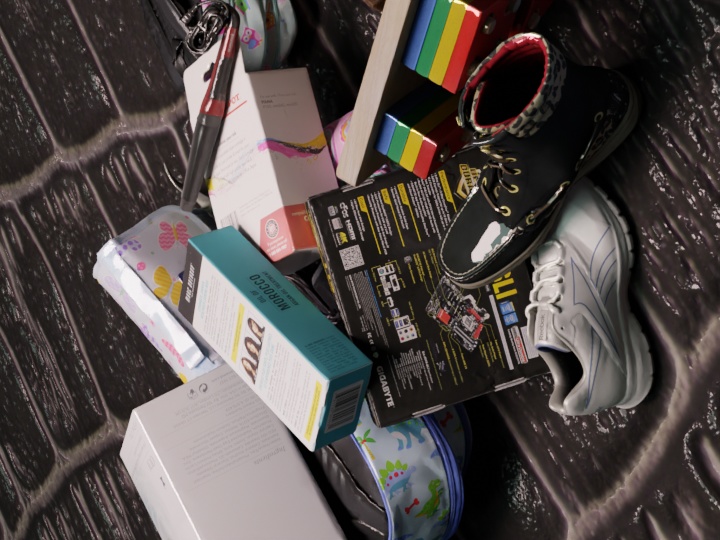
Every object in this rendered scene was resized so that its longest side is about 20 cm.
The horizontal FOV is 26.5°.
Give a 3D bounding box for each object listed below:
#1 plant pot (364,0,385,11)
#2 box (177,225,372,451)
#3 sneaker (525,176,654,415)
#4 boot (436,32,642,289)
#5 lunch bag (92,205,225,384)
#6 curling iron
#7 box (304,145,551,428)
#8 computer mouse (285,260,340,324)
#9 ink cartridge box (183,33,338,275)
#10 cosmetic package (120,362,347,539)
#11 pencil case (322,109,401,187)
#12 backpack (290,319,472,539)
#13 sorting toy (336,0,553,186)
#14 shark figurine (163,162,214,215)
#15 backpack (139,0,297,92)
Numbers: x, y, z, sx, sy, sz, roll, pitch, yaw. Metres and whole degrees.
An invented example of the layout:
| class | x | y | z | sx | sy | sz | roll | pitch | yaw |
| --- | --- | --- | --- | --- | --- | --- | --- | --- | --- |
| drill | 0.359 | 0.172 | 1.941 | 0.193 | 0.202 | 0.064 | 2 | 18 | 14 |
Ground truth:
| class | x | y | z | sx | sy | sz | roll | pitch | yaw |
| --- | --- | --- | --- | --- | --- | --- | --- | --- | --- |
| plant pot | 0.007 | -0.322 | 1.171 | 0.199 | 0.200 | 0.201 | 51 | 141 | 14 |
| box | -0.075 | 0.054 | 1.282 | 0.200 | 0.049 | 0.083 | 43 | 136 | 33 |
| sneaker | 0.166 | 0.018 | 1.181 | 0.074 | 0.087 | 0.201 | -13 | 93 | 57 |
| boot | 0.101 | -0.079 | 1.107 | 0.204 | 0.153 | 0.074 | -48 | 61 | 16 |
| lunch bag | -0.158 | 0.030 | 1.499 | 0.127 | 0.200 | 0.170 | -44 | 81 | 13 |
| curling iron | -0.137 | -0.143 | 1.322 | 0.049 | 0.026 | 0.201 | 17 | 120 | 13 |
| box | 0.057 | 0.012 | 1.266 | 0.049 | 0.159 | 0.201 | 177 | 75 | -84 |
| computer mouse | 0.000 | 0.000 | 1.425 | 0.138 | 0.053 | 0.200 | 44 | 147 | 4 |
| ink cartridge box | -0.085 | -0.102 | 1.345 | 0.116 | 0.067 | 0.201 | -25 | 78 | 54 |
| cosmetic package | -0.120 | 0.209 | 1.390 | 0.201 | 0.122 | 0.199 | 60 | 161 | 10 |
| pencil case | -0.014 | -0.092 | 1.380 | 0.200 | 0.087 | 0.088 | -23 | 87 | 54 |
| backpack | 0.017 | 0.159 | 1.382 | 0.200 | 0.146 | 0.184 | 53 | 154 | 34 |
| sorting toy | 0.083 | -0.170 | 1.131 | 0.069 | 0.199 | 0.201 | 32 | 133 | 16 |
| shark figurine | -0.114 | -0.091 | 1.517 | 0.129 | 0.089 | 0.214 | 64 | 155 | 7 |
| backpack | -0.143 | -0.269 | 1.433 | 0.167 | 0.126 | 0.201 | 120 | 134 | -63 |
